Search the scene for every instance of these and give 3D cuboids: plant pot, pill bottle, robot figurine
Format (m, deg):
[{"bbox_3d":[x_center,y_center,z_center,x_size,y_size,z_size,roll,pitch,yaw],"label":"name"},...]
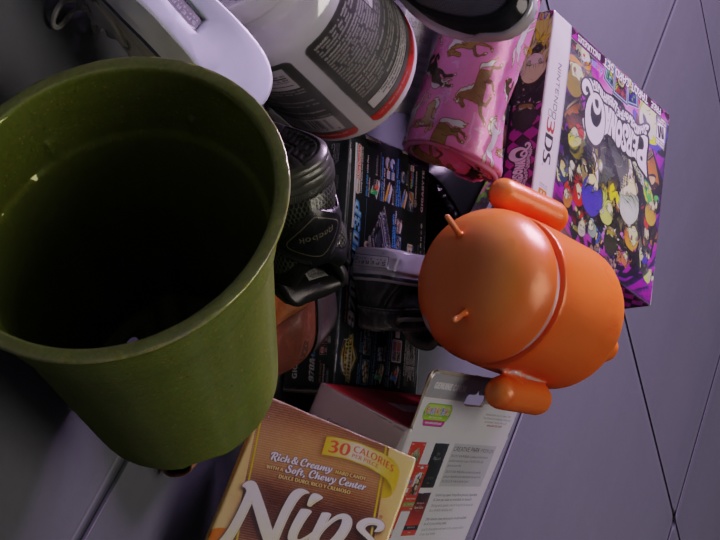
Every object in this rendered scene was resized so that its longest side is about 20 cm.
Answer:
[{"bbox_3d":[-0.123,0.017,1.083,0.191,0.198,0.201,77,26,-54],"label":"plant pot"},{"bbox_3d":[-0.048,-0.176,1.284,0.200,0.115,0.117,39,56,-60],"label":"pill bottle"},{"bbox_3d":[0.118,0.020,1.399,0.199,0.116,0.145,22,103,-52],"label":"robot figurine"}]

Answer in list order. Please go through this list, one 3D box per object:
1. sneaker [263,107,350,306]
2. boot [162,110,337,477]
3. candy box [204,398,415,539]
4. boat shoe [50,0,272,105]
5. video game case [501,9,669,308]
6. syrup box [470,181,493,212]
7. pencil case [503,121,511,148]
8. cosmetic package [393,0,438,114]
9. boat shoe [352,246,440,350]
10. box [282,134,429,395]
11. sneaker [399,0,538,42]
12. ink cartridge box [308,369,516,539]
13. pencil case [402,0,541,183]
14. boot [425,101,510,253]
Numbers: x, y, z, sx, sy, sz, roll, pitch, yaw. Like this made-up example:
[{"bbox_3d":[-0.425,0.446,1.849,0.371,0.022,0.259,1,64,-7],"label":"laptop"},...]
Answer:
[{"bbox_3d":[-0.067,-0.043,1.193,0.076,0.199,0.115,-24,118,-21],"label":"sneaker"},{"bbox_3d":[-0.097,0.010,1.278,0.200,0.068,0.190,-41,135,-49],"label":"boot"},{"bbox_3d":[-0.050,0.199,1.262,0.055,0.114,0.201,115,-3,-65],"label":"candy box"},{"bbox_3d":[-0.143,-0.164,1.136,0.202,0.086,0.075,48,47,-16],"label":"boat shoe"},{"bbox_3d":[0.187,-0.088,1.562,0.199,0.036,0.183,33,60,-46],"label":"video game case"},{"bbox_3d":[0.151,-0.048,1.616,0.082,0.078,0.201,74,33,-41],"label":"syrup box"},{"bbox_3d":[0.066,-0.182,1.525,0.089,0.077,0.202,-23,98,-57],"label":"pencil case"},{"bbox_3d":[0.024,-0.224,1.427,0.102,0.073,0.202,-14,119,-72],"label":"cosmetic package"},{"bbox_3d":[0.050,0.025,1.463,0.199,0.072,0.072,10,90,-54],"label":"boat shoe"},{"bbox_3d":[0.000,0.000,1.473,0.159,0.046,0.202,13,79,-65],"label":"box"},{"bbox_3d":[0.030,-0.230,1.299,0.076,0.199,0.114,-53,165,2],"label":"sneaker"},{"bbox_3d":[0.029,0.145,1.433,0.200,0.083,0.177,15,99,-65],"label":"ink cartridge box"},{"bbox_3d":[0.094,-0.170,1.444,0.082,0.086,0.202,19,81,-20],"label":"pencil case"},{"bbox_3d":[0.077,-0.116,1.616,0.163,0.073,0.199,-57,139,-39],"label":"boot"}]
